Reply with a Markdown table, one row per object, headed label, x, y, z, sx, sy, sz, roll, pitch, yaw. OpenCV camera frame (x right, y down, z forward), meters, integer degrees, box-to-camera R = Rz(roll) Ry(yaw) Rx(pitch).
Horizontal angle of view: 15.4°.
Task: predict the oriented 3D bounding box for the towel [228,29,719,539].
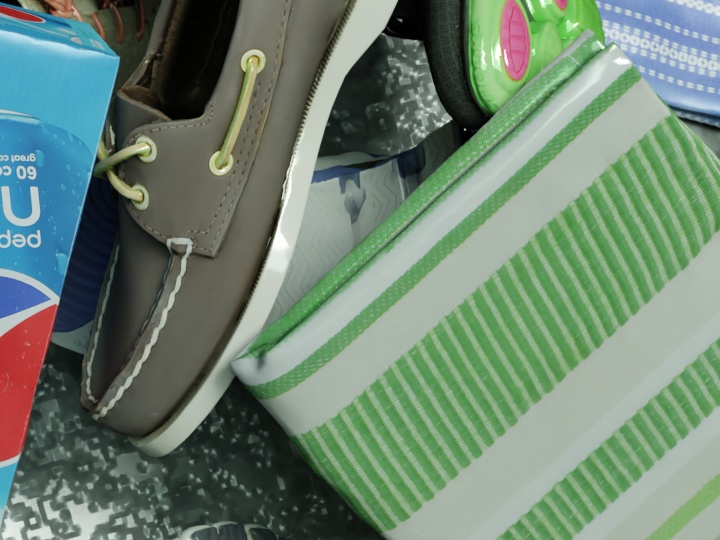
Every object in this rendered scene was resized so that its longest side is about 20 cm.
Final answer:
| label | x | y | z | sx | sy | sz | roll | pitch | yaw |
| --- | --- | --- | --- | --- | --- | --- | --- | --- | --- |
| towel | 0.071 | 0.038 | 0.800 | 0.153 | 0.023 | 0.200 | -43 | 127 | 3 |

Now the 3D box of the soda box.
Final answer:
| label | x | y | z | sx | sy | sz | roll | pitch | yaw |
| --- | --- | --- | --- | --- | --- | --- | --- | --- | --- |
| soda box | -0.129 | 0.021 | 0.783 | 0.064 | 0.068 | 0.200 | 12 | 100 | -17 |

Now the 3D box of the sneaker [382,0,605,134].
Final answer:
| label | x | y | z | sx | sy | sz | roll | pitch | yaw |
| --- | --- | --- | --- | --- | --- | --- | --- | --- | --- |
| sneaker | 0.016 | -0.098 | 0.832 | 0.084 | 0.200 | 0.077 | -37 | 129 | 12 |

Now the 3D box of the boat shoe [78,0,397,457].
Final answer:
| label | x | y | z | sx | sy | sz | roll | pitch | yaw |
| --- | --- | --- | --- | --- | --- | --- | --- | --- | --- |
| boat shoe | -0.044 | -0.044 | 0.769 | 0.059 | 0.072 | 0.200 | 18 | 101 | -29 |

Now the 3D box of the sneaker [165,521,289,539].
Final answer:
| label | x | y | z | sx | sy | sz | roll | pitch | yaw |
| --- | --- | --- | --- | --- | --- | --- | --- | --- | --- |
| sneaker | -0.089 | 0.138 | 0.808 | 0.200 | 0.080 | 0.078 | -30 | 99 | -39 |

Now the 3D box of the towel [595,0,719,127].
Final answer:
| label | x | y | z | sx | sy | sz | roll | pitch | yaw |
| --- | --- | --- | --- | --- | --- | --- | --- | --- | --- |
| towel | 0.110 | -0.158 | 0.962 | 0.145 | 0.024 | 0.200 | 15 | 75 | -14 |

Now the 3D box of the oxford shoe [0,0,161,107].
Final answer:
| label | x | y | z | sx | sy | sz | roll | pitch | yaw |
| --- | --- | --- | --- | --- | --- | --- | --- | --- | --- |
| oxford shoe | -0.092 | -0.072 | 0.850 | 0.200 | 0.075 | 0.071 | -22 | 84 | -22 |

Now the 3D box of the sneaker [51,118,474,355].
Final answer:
| label | x | y | z | sx | sy | sz | roll | pitch | yaw |
| --- | --- | --- | --- | --- | --- | --- | --- | --- | --- |
| sneaker | 0.001 | 0.000 | 0.866 | 0.199 | 0.115 | 0.081 | -5 | 77 | 11 |
